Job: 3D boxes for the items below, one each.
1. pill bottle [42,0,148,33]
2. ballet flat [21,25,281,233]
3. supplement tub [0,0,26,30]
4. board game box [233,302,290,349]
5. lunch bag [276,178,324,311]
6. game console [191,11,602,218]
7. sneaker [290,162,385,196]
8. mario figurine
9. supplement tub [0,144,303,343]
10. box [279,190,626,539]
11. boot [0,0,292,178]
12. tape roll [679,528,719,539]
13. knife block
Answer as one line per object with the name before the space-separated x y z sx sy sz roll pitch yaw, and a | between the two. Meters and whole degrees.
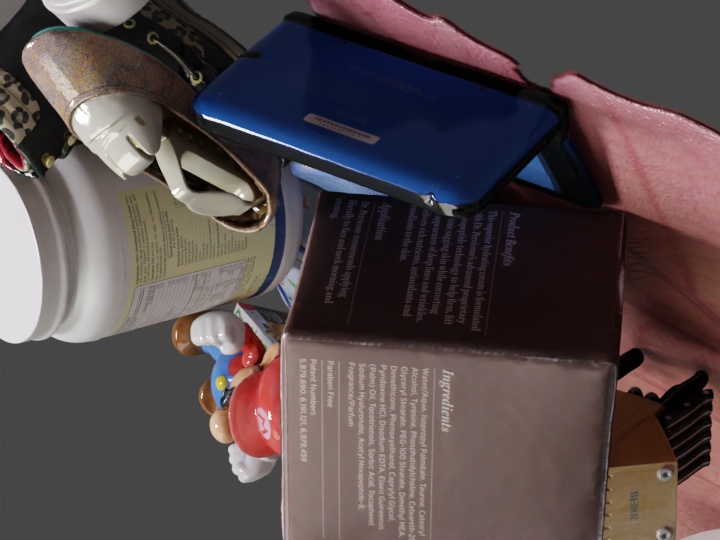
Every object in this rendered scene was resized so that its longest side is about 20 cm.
pill bottle | -0.198 -0.226 1.454 0.112 0.113 0.200 10 154 46
ballet flat | -0.118 -0.079 1.528 0.068 0.068 0.200 -33 137 32
supplement tub | -0.268 -0.150 1.728 0.140 0.141 0.200 36 161 -19
board game box | -0.009 0.085 1.884 0.126 0.035 0.200 13 -165 -26
lunch bag | 0.000 0.000 1.829 0.160 0.076 0.200 26 163 19
game console | 0.025 -0.068 1.543 0.199 0.171 0.119 20 134 27
sneaker | 0.037 -0.019 1.670 0.199 0.089 0.079 32 177 -3
mario figurine | -0.088 0.086 1.767 0.123 0.106 0.200 29 179 -22
supplement tub | -0.154 -0.034 1.697 0.145 0.199 0.146 27 124 49
box | 0.058 0.067 1.579 0.199 0.166 0.165 5 124 6
boot | -0.149 -0.101 1.611 0.204 0.154 0.073 44 157 -6
tape roll | 0.300 0.321 2.019 0.202 0.203 0.139 22 160 23
knife block | 0.147 0.117 1.730 0.199 0.064 0.176 -5 -154 -7
